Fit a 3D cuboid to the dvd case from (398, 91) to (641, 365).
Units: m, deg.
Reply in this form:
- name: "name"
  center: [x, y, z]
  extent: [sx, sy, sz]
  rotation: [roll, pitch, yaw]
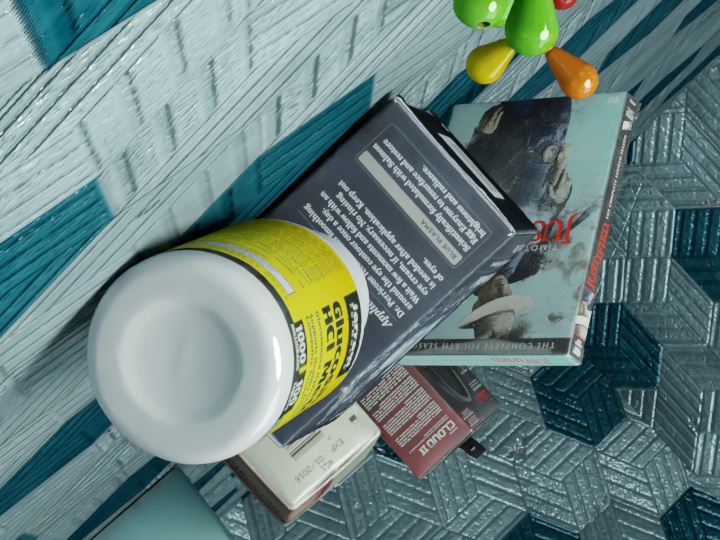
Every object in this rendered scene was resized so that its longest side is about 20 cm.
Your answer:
- name: "dvd case"
  center: [0.106, -0.028, 1.580]
  extent: [0.146, 0.022, 0.201]
  rotation: [-1, -116, 36]

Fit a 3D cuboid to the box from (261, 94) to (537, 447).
- name: "box"
  center: [0.000, 0.000, 1.476]
  extent: [0.200, 0.117, 0.197]
  rotation: [-42, 175, 7]

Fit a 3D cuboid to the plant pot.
- name: "plant pot"
  center: [-0.179, 0.330, 2.337]
  extent: [0.141, 0.200, 0.141]
  rotation: [-41, 174, -20]

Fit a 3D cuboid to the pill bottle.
- name: "pill bottle"
  center: [-0.063, 0.032, 1.270]
  extent: [0.112, 0.112, 0.200]
  rotation: [-44, 175, 19]

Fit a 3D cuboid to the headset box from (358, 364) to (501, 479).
- name: "headset box"
  center: [0.045, 0.107, 2.210]
  extent: [0.075, 0.200, 0.149]
  rotation: [-44, 174, 15]

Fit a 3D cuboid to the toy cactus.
- name: "toy cactus"
  center: [0.107, -0.174, 1.091]
  extent: [0.165, 0.102, 0.200]
  rotation: [-51, 169, -16]

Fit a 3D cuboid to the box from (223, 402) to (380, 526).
- name: "box"
  center: [-0.067, 0.145, 2.076]
  extent: [0.109, 0.128, 0.200]
  rotation: [-41, 174, -10]
